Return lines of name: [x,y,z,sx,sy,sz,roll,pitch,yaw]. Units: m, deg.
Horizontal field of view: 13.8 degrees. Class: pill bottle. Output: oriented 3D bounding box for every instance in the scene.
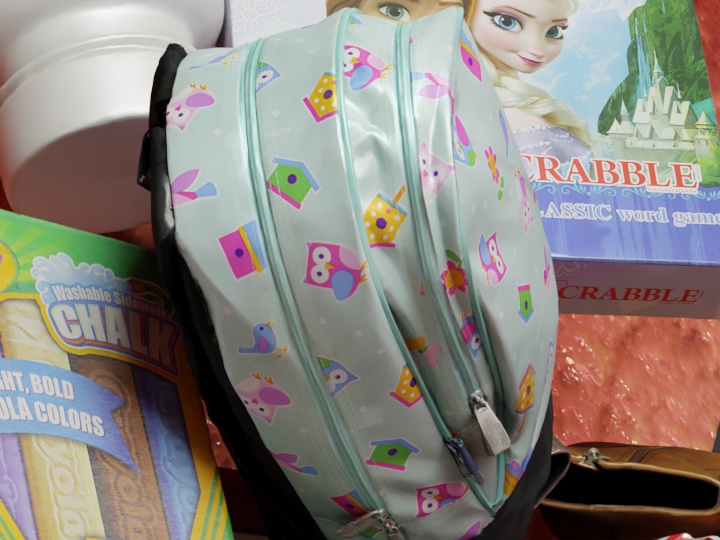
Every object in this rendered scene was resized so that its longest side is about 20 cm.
pill bottle: [-0.116,-0.122,1.190,0.114,0.114,0.200,14,51,-44]

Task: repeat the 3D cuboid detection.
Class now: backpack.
backpack: [0.000,0.000,1.012,0.200,0.126,0.167,67,10,-46]

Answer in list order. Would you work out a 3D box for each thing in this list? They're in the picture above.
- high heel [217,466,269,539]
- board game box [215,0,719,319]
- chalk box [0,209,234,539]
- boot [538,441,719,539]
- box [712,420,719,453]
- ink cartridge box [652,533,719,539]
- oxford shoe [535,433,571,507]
high heel: [-0.046,0.073,1.144,0.200,0.067,0.096,20,54,-60]
board game box: [0.042,-0.075,1.206,0.200,0.041,0.200,2,55,-12]
chalk box: [-0.135,0.057,1.003,0.124,0.124,0.200,16,51,-42]
boot: [0.153,0.094,1.220,0.200,0.188,0.069,44,63,-73]
box: [0.235,0.133,1.425,0.141,0.079,0.200,41,36,-14]
ink cartridge box: [0.119,0.169,1.153,0.067,0.200,0.116,-35,88,-12]
oxford shoe: [0.005,0.127,1.085,0.200,0.073,0.071,-58,151,-17]
